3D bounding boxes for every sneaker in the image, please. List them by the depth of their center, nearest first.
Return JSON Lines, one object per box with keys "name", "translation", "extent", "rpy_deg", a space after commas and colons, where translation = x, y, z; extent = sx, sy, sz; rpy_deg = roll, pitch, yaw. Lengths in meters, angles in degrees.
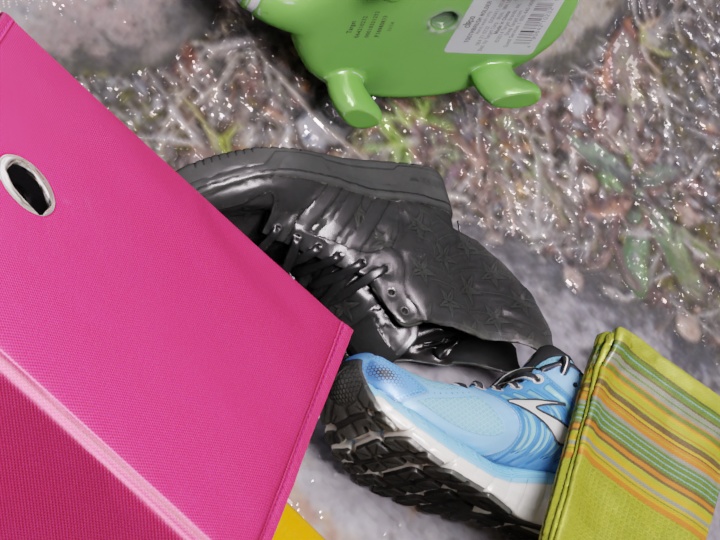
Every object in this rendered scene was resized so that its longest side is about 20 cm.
{"name": "sneaker", "translation": [0.065, 0.075, 1.404], "extent": [0.200, 0.078, 0.090], "rpy_deg": [24, 70, -35]}
{"name": "sneaker", "translation": [-0.002, 0.001, 1.404], "extent": [0.200, 0.060, 0.104], "rpy_deg": [1, 66, -38]}

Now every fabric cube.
{"name": "fabric cube", "translation": [-0.153, 0.059, 1.153], "extent": [0.199, 0.200, 0.196], "rpy_deg": [43, 29, -12]}

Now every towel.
{"name": "towel", "translation": [0.124, 0.128, 1.355], "extent": [0.086, 0.018, 0.200], "rpy_deg": [32, 56, -20]}

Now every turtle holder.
{"name": "turtle holder", "translation": [0.012, -0.155, 1.449], "extent": [0.185, 0.141, 0.132], "rpy_deg": [-16, 59, 1]}

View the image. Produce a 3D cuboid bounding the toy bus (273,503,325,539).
{"name": "toy bus", "translation": [-0.080, 0.183, 1.261], "extent": [0.065, 0.078, 0.200], "rpy_deg": [46, 52, -11]}
